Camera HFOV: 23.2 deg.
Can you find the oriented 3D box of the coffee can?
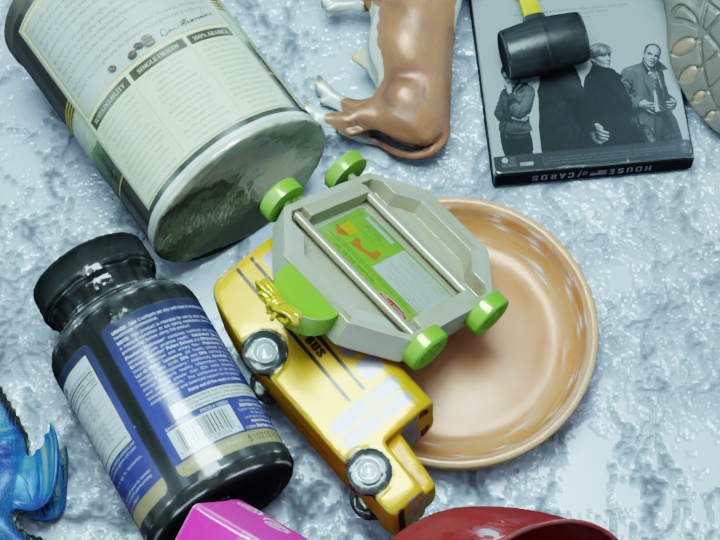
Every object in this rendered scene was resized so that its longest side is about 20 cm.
[{"bbox_3d":[-0.140,-0.128,1.246,0.146,0.147,0.200,-33,70,-12],"label":"coffee can"}]

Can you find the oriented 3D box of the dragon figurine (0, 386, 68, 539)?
[{"bbox_3d":[-0.227,0.136,1.183,0.099,0.059,0.201,5,68,3],"label":"dragon figurine"}]

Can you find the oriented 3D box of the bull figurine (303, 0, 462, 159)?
[{"bbox_3d":[0.026,-0.182,1.301,0.121,0.065,0.201,3,75,9],"label":"bull figurine"}]

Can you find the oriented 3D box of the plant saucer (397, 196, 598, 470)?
[{"bbox_3d":[0.066,0.046,1.227,0.199,0.038,0.201,0,67,0],"label":"plant saucer"}]

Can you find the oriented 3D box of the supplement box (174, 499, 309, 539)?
[{"bbox_3d":[-0.093,0.252,1.076,0.101,0.103,0.201,29,92,13],"label":"supplement box"}]

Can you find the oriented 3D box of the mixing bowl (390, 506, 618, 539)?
[{"bbox_3d":[0.065,0.223,1.087,0.200,0.201,0.108,-43,40,-15],"label":"mixing bowl"}]

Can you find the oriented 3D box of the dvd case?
[{"bbox_3d":[0.161,-0.163,1.321,0.149,0.025,0.201,-5,66,-1],"label":"dvd case"}]

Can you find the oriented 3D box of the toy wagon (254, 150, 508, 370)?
[{"bbox_3d":[0.000,0.000,1.155,0.155,0.040,0.200,45,42,18],"label":"toy wagon"}]

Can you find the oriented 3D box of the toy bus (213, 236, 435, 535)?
[{"bbox_3d":[-0.018,0.077,1.162,0.078,0.065,0.200,-38,70,-14],"label":"toy bus"}]

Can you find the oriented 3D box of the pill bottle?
[{"bbox_3d":[-0.138,0.078,1.177,0.111,0.112,0.201,-29,69,-10],"label":"pill bottle"}]

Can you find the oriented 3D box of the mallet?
[{"bbox_3d":[0.126,-0.234,1.321,0.065,0.041,0.201,-7,63,1],"label":"mallet"}]

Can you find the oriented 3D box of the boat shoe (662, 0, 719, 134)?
[{"bbox_3d":[0.261,-0.198,1.299,0.074,0.073,0.201,-17,90,27],"label":"boat shoe"}]
